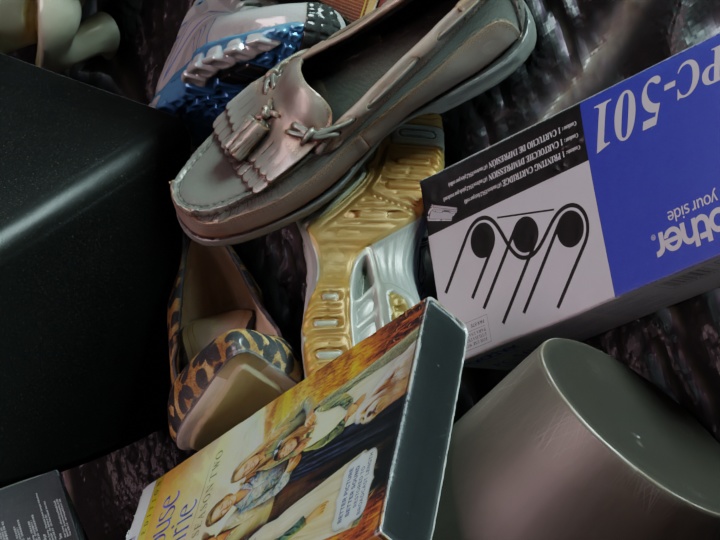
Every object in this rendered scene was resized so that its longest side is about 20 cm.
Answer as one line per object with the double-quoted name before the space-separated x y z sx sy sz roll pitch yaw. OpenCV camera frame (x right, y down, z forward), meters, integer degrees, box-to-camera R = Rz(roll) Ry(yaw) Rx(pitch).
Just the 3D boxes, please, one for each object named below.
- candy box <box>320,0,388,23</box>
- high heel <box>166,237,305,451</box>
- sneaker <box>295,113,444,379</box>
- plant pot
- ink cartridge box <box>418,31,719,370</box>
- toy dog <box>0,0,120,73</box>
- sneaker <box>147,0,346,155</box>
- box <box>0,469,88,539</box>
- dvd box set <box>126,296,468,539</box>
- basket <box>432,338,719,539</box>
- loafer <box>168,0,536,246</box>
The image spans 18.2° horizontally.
"candy box" -0.011 -0.210 1.175 0.200 0.056 0.117 42 115 45
"high heel" -0.074 0.020 1.139 0.200 0.071 0.143 96 161 -71
"sneaker" 0.000 0.000 1.114 0.088 0.075 0.201 91 -175 -61
"plant pot" -0.228 0.008 1.206 0.199 0.177 0.201 21 122 22
"ink cartridge box" 0.113 -0.028 1.011 0.199 0.044 0.095 -25 67 44
"toy dog" -0.211 -0.197 1.317 0.199 0.194 0.140 -28 43 6
"sneaker" -0.063 -0.124 1.193 0.200 0.075 0.087 -18 57 61
"box" -0.141 0.230 1.190 0.158 0.049 0.201 81 168 -59
"dvd box set" -0.040 0.111 0.983 0.200 0.029 0.147 -35 26 34
"basket" 0.063 0.140 0.969 0.200 0.180 0.136 -54 9 18
"loafer" -0.010 -0.089 1.071 0.199 0.063 0.072 -32 55 -4
